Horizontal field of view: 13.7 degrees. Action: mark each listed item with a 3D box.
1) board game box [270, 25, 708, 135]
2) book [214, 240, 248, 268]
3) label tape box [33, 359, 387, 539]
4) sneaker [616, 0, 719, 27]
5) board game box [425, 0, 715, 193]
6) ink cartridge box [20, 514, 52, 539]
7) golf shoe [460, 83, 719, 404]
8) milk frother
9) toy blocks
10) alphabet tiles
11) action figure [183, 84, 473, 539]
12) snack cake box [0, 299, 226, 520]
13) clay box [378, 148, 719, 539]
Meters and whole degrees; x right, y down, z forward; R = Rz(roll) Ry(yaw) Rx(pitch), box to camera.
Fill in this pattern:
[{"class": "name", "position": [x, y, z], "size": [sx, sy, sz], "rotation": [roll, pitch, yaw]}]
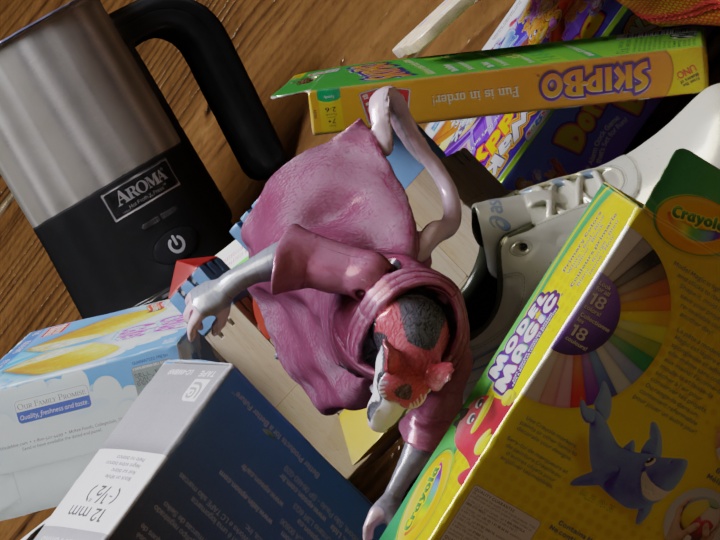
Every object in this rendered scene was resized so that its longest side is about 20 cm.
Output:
[{"class": "board game box", "position": [0.062, -0.089, 1.398], "size": [0.096, 0.199, 0.030], "rotation": [-57, -37, -78]}, {"class": "book", "position": [-0.055, 0.052, 1.692], "size": [0.134, 0.048, 0.200], "rotation": [-41, 28, 36]}, {"class": "label tape box", "position": [-0.081, 0.159, 1.295], "size": [0.200, 0.143, 0.066], "rotation": [-53, 27, -20]}, {"class": "sneaker", "position": [0.192, -0.144, 1.347], "size": [0.200, 0.077, 0.073], "rotation": [7, 74, 50]}, {"class": "board game box", "position": [0.117, -0.117, 1.510], "size": [0.200, 0.045, 0.135], "rotation": [-55, 21, 14]}, {"class": "ink cartridge box", "position": [-0.118, 0.164, 1.444], "size": [0.109, 0.050, 0.200], "rotation": [-38, 20, -12]}, {"class": "golf shoe", "position": [0.101, -0.014, 1.337], "size": [0.200, 0.097, 0.078], "rotation": [-53, 19, 14]}, {"class": "milk frother", "position": [-0.169, -0.067, 1.910], "size": [0.180, 0.188, 0.200], "rotation": [-33, 5, -40]}, {"class": "toy blocks", "position": [0.000, 0.000, 1.450], "size": [0.200, 0.137, 0.100], "rotation": [-47, -8, 25]}, {"class": "alphabet tiles", "position": [0.095, -0.168, 1.443], "size": [0.196, 0.015, 0.200], "rotation": [-43, 4, -2]}, {"class": "action figure", "position": [0.015, 0.021, 1.262], "size": [0.149, 0.134, 0.200], "rotation": [-39, 18, -7]}, {"class": "snack cake box", "position": [-0.125, 0.065, 1.539], "size": [0.115, 0.067, 0.200], "rotation": [-15, 6, 6]}, {"class": "clay box", "position": [0.109, 0.057, 1.191], "size": [0.200, 0.115, 0.048], "rotation": [-58, 21, 4]}]
